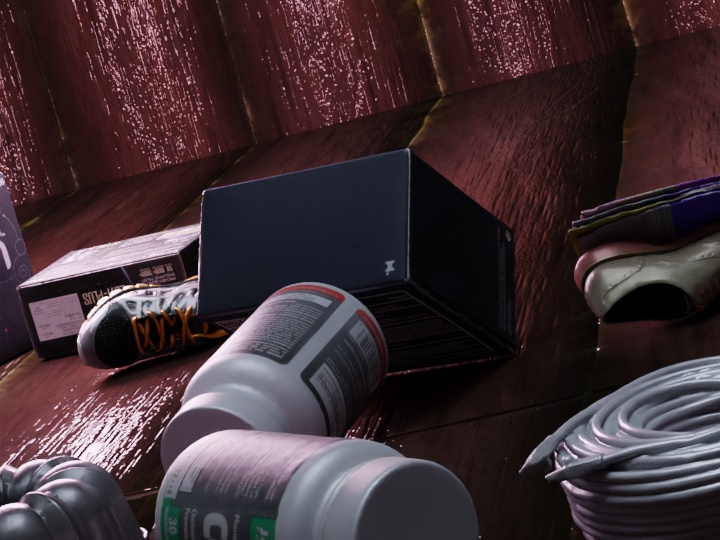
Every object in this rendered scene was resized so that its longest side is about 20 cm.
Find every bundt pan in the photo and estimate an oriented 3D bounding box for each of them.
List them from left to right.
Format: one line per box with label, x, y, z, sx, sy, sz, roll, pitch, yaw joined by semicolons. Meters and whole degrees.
bundt pan;-0.256;0.192;1.534;0.202;0.076;0.202;-15;10;3

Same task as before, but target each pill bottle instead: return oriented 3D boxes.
pill bottle;-0.065;0.098;1.601;0.116;0.116;0.200;-10;19;27
pill bottle;-0.027;0.156;1.290;0.113;0.113;0.200;-24;13;-35

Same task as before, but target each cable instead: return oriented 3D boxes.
cable;0.219;0.107;1.304;0.200;0.069;0.200;-9;12;29

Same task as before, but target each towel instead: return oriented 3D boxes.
towel;0.279;-0.028;1.804;0.200;0.144;0.023;-14;56;5

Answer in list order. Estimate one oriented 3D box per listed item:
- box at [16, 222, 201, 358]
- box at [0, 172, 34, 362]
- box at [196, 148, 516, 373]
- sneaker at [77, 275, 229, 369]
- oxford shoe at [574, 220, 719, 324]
box;-0.251;0.018;2.359;0.200;0.086;0.164;-12;12;17
box;-0.447;0.005;2.400;0.106;0.200;0.122;-8;13;34
box;0.000;0.000;1.776;0.200;0.123;0.198;-10;-22;27
sneaker;-0.191;0.050;2.159;0.200;0.078;0.077;-22;22;-24
oxford shoe;0.282;0.010;1.765;0.200;0.071;0.075;-12;41;-3
